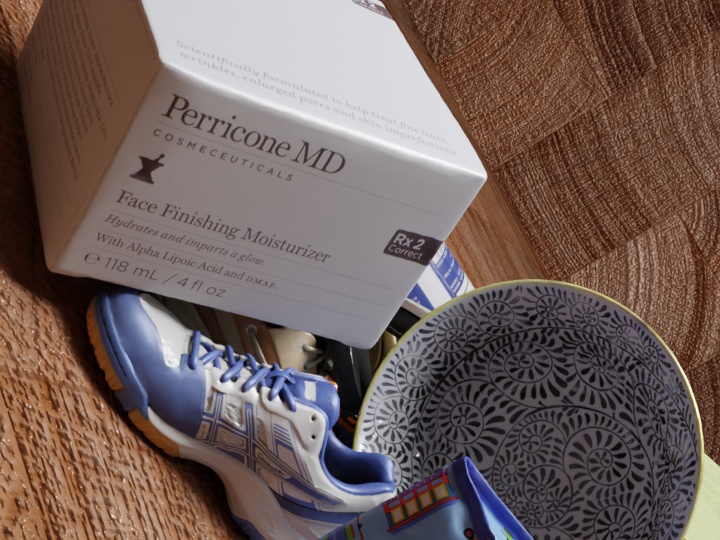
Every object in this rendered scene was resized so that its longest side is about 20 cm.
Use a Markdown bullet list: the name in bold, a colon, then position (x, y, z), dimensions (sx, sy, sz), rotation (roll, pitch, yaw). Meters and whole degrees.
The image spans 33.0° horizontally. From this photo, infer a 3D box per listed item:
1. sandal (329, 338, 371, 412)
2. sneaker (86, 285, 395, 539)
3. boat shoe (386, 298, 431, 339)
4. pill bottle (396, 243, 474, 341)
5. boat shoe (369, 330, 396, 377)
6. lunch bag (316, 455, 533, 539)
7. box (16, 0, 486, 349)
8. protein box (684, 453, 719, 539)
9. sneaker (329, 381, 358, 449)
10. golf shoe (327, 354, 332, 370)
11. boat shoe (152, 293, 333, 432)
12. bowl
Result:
- **sandal**: position (0.000, 0.000, 0.784), dimensions (0.075, 0.045, 0.202), rotation (64, 14, -50)
- **sneaker**: position (-0.059, 0.070, 0.651), dimensions (0.200, 0.088, 0.076), rotation (49, 18, -26)
- **boat shoe**: position (0.072, 0.082, 0.824), dimensions (0.198, 0.066, 0.074), rotation (33, -1, 20)
- **pill bottle**: position (0.055, 0.045, 1.086), dimensions (0.201, 0.110, 0.111), rotation (55, 13, -18)
- **boat shoe**: position (-0.028, -0.005, 0.969), dimensions (0.201, 0.073, 0.065), rotation (60, 18, 4)
- **lunch bag**: position (0.044, 0.204, 0.601), dimensions (0.200, 0.150, 0.095), rotation (47, 18, -42)
- **box**: position (-0.069, -0.085, 0.673), dimensions (0.197, 0.131, 0.201), rotation (16, 32, -32)
- **protein box**: position (0.206, 0.210, 0.905), dimensions (0.198, 0.135, 0.199), rotation (43, 19, 18)
- **sneaker**: position (0.040, 0.142, 0.812), dimensions (0.200, 0.075, 0.078), rotation (43, 8, 5)
- **golf shoe**: position (-0.053, -0.002, 0.873), dimensions (0.200, 0.077, 0.088), rotation (48, 8, -46)
- **boat shoe**: position (-0.053, 0.055, 0.739), dimensions (0.201, 0.071, 0.076), rotation (58, 13, -6)
- **bowl**: position (0.103, 0.115, 0.713), dimensions (0.202, 0.199, 0.094), rotation (66, 10, 27)
